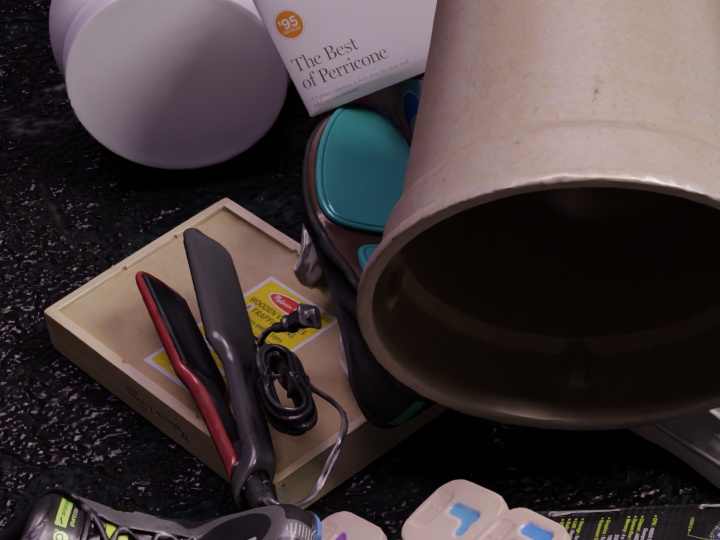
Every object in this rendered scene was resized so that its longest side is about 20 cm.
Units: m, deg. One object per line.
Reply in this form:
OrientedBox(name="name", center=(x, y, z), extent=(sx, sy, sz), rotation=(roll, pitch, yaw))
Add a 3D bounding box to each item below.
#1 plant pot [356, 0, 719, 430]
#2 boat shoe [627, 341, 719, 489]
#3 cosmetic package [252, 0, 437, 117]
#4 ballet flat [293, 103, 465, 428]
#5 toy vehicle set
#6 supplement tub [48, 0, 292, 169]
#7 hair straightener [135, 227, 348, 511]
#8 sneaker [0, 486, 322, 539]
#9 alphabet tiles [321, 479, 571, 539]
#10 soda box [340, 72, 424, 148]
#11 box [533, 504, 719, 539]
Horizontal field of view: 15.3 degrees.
OrientedBox(name="plant pot", center=(0.101, -0.057, 1.203), extent=(0.200, 0.200, 0.184), rotation=(-4, 56, 9))
OrientedBox(name="boat shoe", center=(0.179, 0.053, 1.250), extent=(0.072, 0.069, 0.200), rotation=(-33, 43, -25))
OrientedBox(name="cosmetic package", center=(0.048, -0.152, 1.333), extent=(0.200, 0.083, 0.051), rotation=(-21, 15, 22))
OrientedBox(name="ballet flat", center=(0.000, 0.000, 1.314), extent=(0.068, 0.068, 0.200), rotation=(15, 35, -22))
OrientedBox(name="toy vehicle set", center=(-0.055, 0.040, 1.359), extent=(0.124, 0.027, 0.200), rotation=(-33, 43, -25))
OrientedBox(name="supplement tub", center=(-0.103, -0.165, 1.532), extent=(0.145, 0.145, 0.200), rotation=(-8, 38, 4))
OrientedBox(name="hair straightener", center=(-0.053, 0.043, 1.277), extent=(0.077, 0.041, 0.200), rotation=(-43, 37, 15))
OrientedBox(name="sneaker", center=(-0.114, 0.138, 1.194), extent=(0.200, 0.083, 0.071), rotation=(-10, 40, 14))
OrientedBox(name="alphabet tiles", center=(0.000, 0.170, 1.140), extent=(0.200, 0.015, 0.196), rotation=(-43, 28, -16))
OrientedBox(name="soda box", center=(0.052, -0.087, 1.402), extent=(0.070, 0.063, 0.200), rotation=(-23, 15, -15))
OrientedBox(name="box", center=(0.111, 0.179, 1.111), extent=(0.193, 0.048, 0.200), rotation=(-3, 38, 21))
